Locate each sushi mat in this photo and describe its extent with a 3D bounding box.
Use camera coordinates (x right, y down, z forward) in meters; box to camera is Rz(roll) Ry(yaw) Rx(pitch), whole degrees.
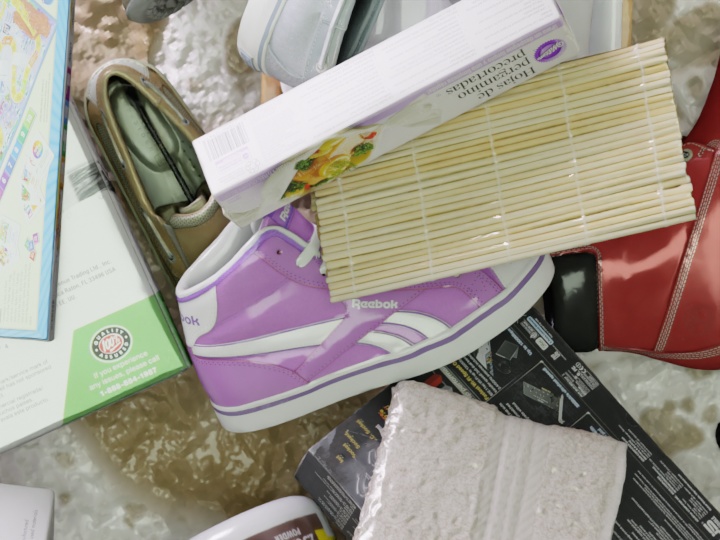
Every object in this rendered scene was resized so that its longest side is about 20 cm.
[{"bbox_3d":[0.068,-0.050,1.403,0.200,0.012,0.096,-13,83,15],"label":"sushi mat"}]

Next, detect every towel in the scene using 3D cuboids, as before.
[{"bbox_3d":[0.056,0.160,1.413,0.132,0.034,0.200,17,65,-4],"label":"towel"}]

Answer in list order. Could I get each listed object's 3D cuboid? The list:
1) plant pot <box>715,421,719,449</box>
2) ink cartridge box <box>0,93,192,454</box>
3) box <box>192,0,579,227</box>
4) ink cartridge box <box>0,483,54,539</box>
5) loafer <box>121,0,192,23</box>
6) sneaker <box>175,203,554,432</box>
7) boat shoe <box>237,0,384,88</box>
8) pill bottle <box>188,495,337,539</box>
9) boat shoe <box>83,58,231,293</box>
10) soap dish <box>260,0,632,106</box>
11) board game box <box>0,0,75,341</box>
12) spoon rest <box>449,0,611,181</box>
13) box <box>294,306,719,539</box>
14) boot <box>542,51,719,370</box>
[{"bbox_3d":[0.334,0.124,1.473,0.199,0.177,0.200,-30,91,-2],"label":"plant pot"},{"bbox_3d":[-0.196,-0.009,1.493,0.146,0.084,0.200,-23,90,-2],"label":"ink cartridge box"},{"bbox_3d":[0.012,-0.087,1.396,0.200,0.039,0.041,-28,58,7],"label":"box"},{"bbox_3d":[-0.267,0.164,1.473,0.199,0.116,0.067,6,49,-2],"label":"ink cartridge box"},{"bbox_3d":[-0.088,-0.229,1.508,0.070,0.075,0.200,27,85,9],"label":"loafer"},{"bbox_3d":[0.000,0.000,1.461,0.200,0.073,0.114,-23,112,-7],"label":"sneaker"},{"bbox_3d":[0.012,-0.181,1.421,0.071,0.070,0.201,31,97,15],"label":"boat shoe"},{"bbox_3d":[-0.031,0.230,1.475,0.109,0.109,0.200,-27,79,-2],"label":"pill bottle"},{"bbox_3d":[-0.087,-0.026,1.502,0.072,0.076,0.200,-39,93,-2],"label":"boat shoe"},{"bbox_3d":[0.047,-0.156,1.503,0.199,0.081,0.158,1,91,-2],"label":"soap dish"},{"bbox_3d":[-0.220,-0.067,1.433,0.134,0.034,0.201,4,89,-2],"label":"board game box"},{"bbox_3d":[0.093,-0.138,1.445,0.099,0.061,0.200,-18,79,-4],"label":"spoon rest"},{"bbox_3d":[0.088,0.132,1.478,0.158,0.050,0.200,-38,79,-24],"label":"box"},{"bbox_3d":[0.161,-0.048,1.517,0.144,0.072,0.201,7,94,-1],"label":"boot"}]
